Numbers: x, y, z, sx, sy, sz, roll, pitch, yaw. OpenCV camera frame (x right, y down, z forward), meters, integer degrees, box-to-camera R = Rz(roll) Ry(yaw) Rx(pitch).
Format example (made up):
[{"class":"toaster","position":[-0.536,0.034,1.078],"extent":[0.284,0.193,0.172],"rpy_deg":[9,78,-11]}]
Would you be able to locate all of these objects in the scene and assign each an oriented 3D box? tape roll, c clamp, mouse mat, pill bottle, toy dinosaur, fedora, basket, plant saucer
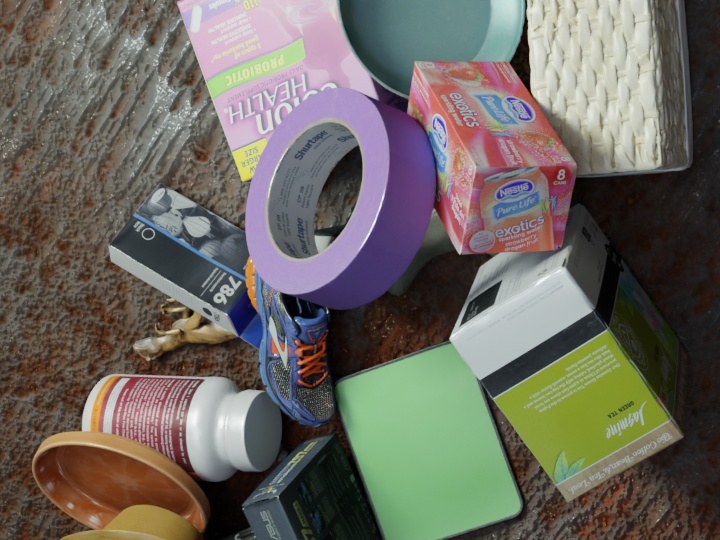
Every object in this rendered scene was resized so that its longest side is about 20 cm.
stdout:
[{"class":"tape roll","position":[-0.021,-0.067,1.533],"extent":[0.199,0.065,0.201],"rpy_deg":[-20,62,41]},{"class":"c clamp","position":[-0.028,0.203,1.757],"extent":[0.199,0.027,0.172],"rpy_deg":[29,107,14]},{"class":"mouse mat","position":[0.070,0.187,1.718],"extent":[0.160,0.008,0.201],"rpy_deg":[-19,90,13]},{"class":"pill bottle","position":[-0.192,0.170,1.761],"extent":[0.199,0.113,0.114],"rpy_deg":[0,98,26]},{"class":"toy dinosaur","position":[-0.158,0.059,1.779],"extent":[0.199,0.060,0.107],"rpy_deg":[-3,120,27]},{"class":"fedora","position":[-0.228,0.309,1.735],"extent":[0.199,0.082,0.201],"rpy_deg":[11,137,10]},{"class":"basket","position":[0.237,-0.186,1.548],"extent":[0.135,0.123,0.202],"rpy_deg":[-3,98,22]},{"class":"plant saucer","position":[-0.255,0.232,1.748],"extent":[0.199,0.032,0.201],"rpy_deg":[12,143,9]},{"class":"plant saucer","position":[0.066,-0.263,1.603],"extent":[0.199,0.036,0.202],"rpy_deg":[0,89,-19]}]

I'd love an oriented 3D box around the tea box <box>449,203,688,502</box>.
[{"class":"tea box","position":[0.204,0.074,1.540],"extent":[0.133,0.200,0.197],"rpy_deg":[-32,100,21]}]

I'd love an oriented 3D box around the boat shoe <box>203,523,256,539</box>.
[{"class":"boat shoe","position":[-0.162,0.309,1.807],"extent":[0.199,0.069,0.057],"rpy_deg":[-14,89,16]}]

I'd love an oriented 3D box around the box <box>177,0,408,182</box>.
[{"class":"box","position":[-0.065,-0.216,1.669],"extent":[0.175,0.097,0.201],"rpy_deg":[-20,91,24]}]

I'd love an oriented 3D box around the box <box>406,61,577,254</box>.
[{"class":"box","position":[0.116,-0.109,1.510],"extent":[0.102,0.200,0.095],"rpy_deg":[-2,125,-15]}]

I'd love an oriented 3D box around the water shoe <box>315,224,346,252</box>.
[{"class":"water shoe","position":[0.000,0.000,1.643],"extent":[0.071,0.200,0.079],"rpy_deg":[-13,100,-11]}]

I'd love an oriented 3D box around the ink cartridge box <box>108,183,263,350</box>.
[{"class":"ink cartridge box","position":[-0.162,-0.006,1.742],"extent":[0.199,0.039,0.100],"rpy_deg":[29,62,13]}]

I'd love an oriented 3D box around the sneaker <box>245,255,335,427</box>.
[{"class":"sneaker","position":[-0.065,0.069,1.693],"extent":[0.078,0.075,0.201],"rpy_deg":[-4,104,54]}]

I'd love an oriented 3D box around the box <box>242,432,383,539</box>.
[{"class":"box","position":[-0.034,0.292,1.685],"extent":[0.051,0.158,0.201],"rpy_deg":[-19,101,26]}]

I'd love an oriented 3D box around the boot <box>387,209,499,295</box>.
[{"class":"boot","position":[0.113,-0.031,1.652],"extent":[0.130,0.068,0.201],"rpy_deg":[34,110,7]}]
